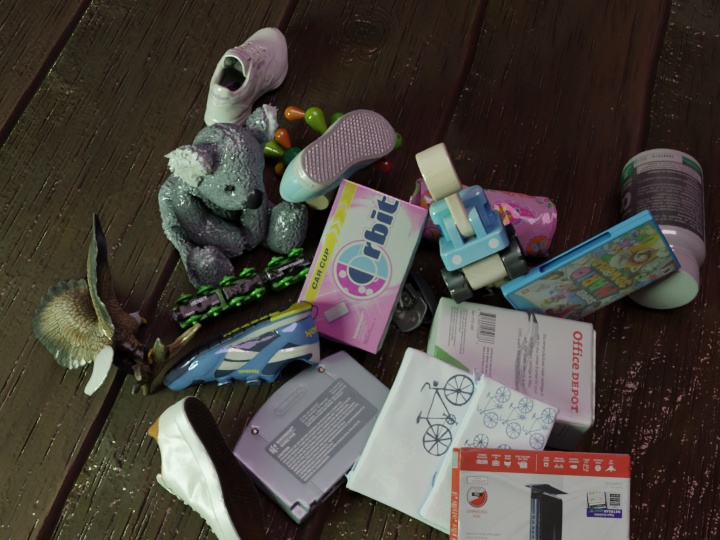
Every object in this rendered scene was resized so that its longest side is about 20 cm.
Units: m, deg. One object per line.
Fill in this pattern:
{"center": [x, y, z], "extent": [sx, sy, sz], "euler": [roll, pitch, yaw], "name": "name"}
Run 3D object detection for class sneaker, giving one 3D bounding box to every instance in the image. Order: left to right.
{"center": [-0.176, 0.249, 1.352], "extent": [0.073, 0.085, 0.201], "euler": [-1, 60, -63], "name": "sneaker"}
{"center": [-0.139, 0.109, 1.425], "extent": [0.199, 0.074, 0.083], "euler": [-22, 102, 2], "name": "sneaker"}
{"center": [-0.154, -0.286, 1.679], "extent": [0.075, 0.100, 0.200], "euler": [21, 54, 8], "name": "sneaker"}
{"center": [-0.035, -0.145, 1.513], "extent": [0.200, 0.082, 0.074], "euler": [-31, 89, -46], "name": "sneaker"}

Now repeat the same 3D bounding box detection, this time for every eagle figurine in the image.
{"center": [-0.306, 0.055, 1.416], "extent": [0.152, 0.151, 0.200], "euler": [-42, 81, -14], "name": "eagle figurine"}

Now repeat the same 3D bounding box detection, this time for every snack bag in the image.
{"center": [0.107, 0.204, 1.376], "extent": [0.199, 0.021, 0.189], "euler": [25, 85, -2], "name": "snack bag"}

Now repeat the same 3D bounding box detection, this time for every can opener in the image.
{"center": [0.030, -0.004, 1.561], "extent": [0.067, 0.053, 0.200], "euler": [-2, 49, -50], "name": "can opener"}

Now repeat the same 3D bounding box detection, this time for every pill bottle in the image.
{"center": [0.408, -0.056, 1.607], "extent": [0.113, 0.113, 0.201], "euler": [11, 55, -2], "name": "pill bottle"}

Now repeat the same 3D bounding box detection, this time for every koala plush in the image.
{"center": [-0.173, -0.113, 1.499], "extent": [0.177, 0.200, 0.184], "euler": [-29, 65, -24], "name": "koala plush"}

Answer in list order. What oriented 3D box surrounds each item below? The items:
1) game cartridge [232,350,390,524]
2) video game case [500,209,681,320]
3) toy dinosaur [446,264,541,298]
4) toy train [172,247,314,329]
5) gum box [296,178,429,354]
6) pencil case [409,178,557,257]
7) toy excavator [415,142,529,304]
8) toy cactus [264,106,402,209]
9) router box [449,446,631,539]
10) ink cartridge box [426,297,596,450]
{"center": [-0.053, 0.191, 1.417], "extent": [0.133, 0.041, 0.200], "euler": [41, 60, 14], "name": "game cartridge"}
{"center": [0.288, 0.008, 1.474], "extent": [0.199, 0.143, 0.018], "euler": [-28, 55, 15], "name": "video game case"}
{"center": [0.216, 0.016, 1.557], "extent": [0.199, 0.048, 0.088], "euler": [-6, 25, -14], "name": "toy dinosaur"}
{"center": [-0.148, 0.025, 1.499], "extent": [0.199, 0.056, 0.042], "euler": [-23, 78, -23], "name": "toy train"}
{"center": [0.000, 0.000, 1.479], "extent": [0.113, 0.066, 0.201], "euler": [20, 92, 6], "name": "gum box"}
{"center": [0.164, -0.070, 1.599], "extent": [0.199, 0.088, 0.088], "euler": [7, 56, -5], "name": "pencil case"}
{"center": [0.118, -0.066, 1.414], "extent": [0.100, 0.195, 0.201], "euler": [-24, 104, 10], "name": "toy excavator"}
{"center": [-0.047, -0.145, 1.602], "extent": [0.199, 0.103, 0.166], "euler": [7, 49, 6], "name": "toy cactus"}
{"center": [0.202, 0.293, 1.338], "extent": [0.199, 0.049, 0.180], "euler": [3, 82, -7], "name": "router box"}
{"center": [0.182, 0.128, 1.464], "extent": [0.199, 0.083, 0.147], "euler": [10, 58, -2], "name": "ink cartridge box"}
